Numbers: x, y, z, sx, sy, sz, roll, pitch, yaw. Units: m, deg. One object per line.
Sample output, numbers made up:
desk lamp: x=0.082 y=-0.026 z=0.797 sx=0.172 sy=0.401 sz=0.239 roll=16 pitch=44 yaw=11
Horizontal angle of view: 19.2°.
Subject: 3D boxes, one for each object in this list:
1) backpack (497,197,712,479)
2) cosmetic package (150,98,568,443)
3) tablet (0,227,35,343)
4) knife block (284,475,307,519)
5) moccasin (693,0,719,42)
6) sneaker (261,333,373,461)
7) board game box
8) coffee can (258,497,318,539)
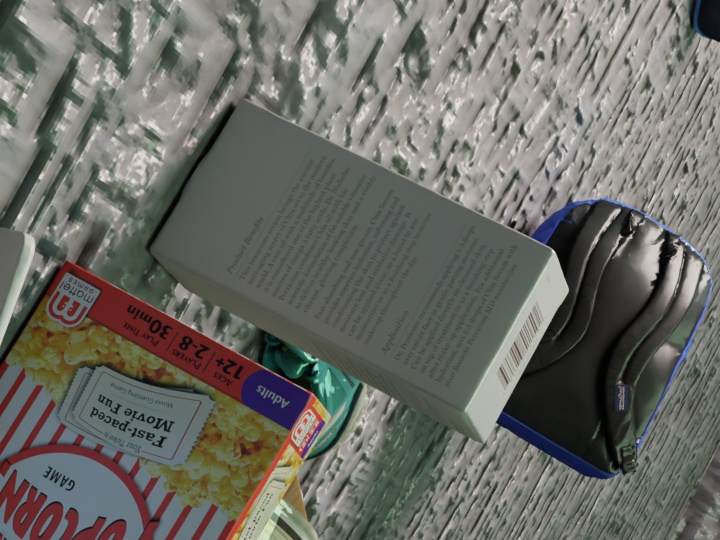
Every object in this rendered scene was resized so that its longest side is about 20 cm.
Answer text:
backpack: x=0.173 y=0.044 z=1.722 sx=0.200 sy=0.162 sz=0.168 roll=-61 pitch=-171 yaw=-7
cosmetic package: x=0.000 y=0.000 z=1.149 sx=0.102 sy=0.200 sz=0.071 roll=-59 pitch=161 yaw=-10
tablet: x=-0.187 y=0.077 z=0.923 sx=0.130 sy=0.014 sz=0.201 roll=-172 pitch=-78 yaw=-73
knife block: x=-0.109 y=0.222 z=1.391 sx=0.064 sy=0.175 sz=0.201 roll=87 pitch=-10 yaw=-56
moccasin: x=0.341 y=-0.276 z=1.861 sx=0.081 sy=0.068 sz=0.200 roll=-54 pitch=158 yaw=-25
sneaker: x=-0.018 y=0.040 z=1.352 sx=0.080 sy=0.077 sz=0.201 roll=-14 pitch=129 yaw=-54
board game box: x=-0.130 y=0.117 z=1.044 sx=0.200 sy=0.151 sz=0.046 roll=-60 pitch=161 yaw=-11
coffee can: x=-0.134 y=0.189 z=1.130 sx=0.200 sy=0.146 sz=0.146 roll=-57 pitch=160 yaw=-16
